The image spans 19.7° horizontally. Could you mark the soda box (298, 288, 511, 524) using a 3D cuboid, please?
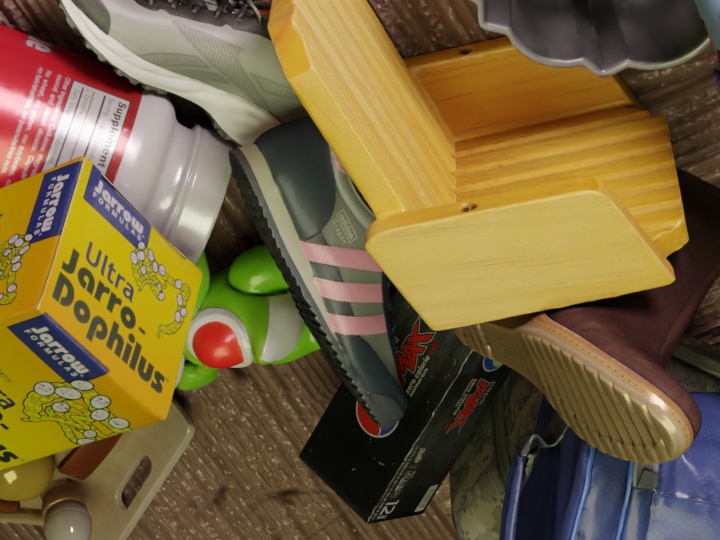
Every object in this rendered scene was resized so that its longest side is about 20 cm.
[{"bbox_3d":[0.046,0.055,1.260,0.063,0.071,0.200,0,126,-53],"label":"soda box"}]

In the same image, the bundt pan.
[{"bbox_3d":[0.138,-0.206,1.097,0.202,0.076,0.202,-2,127,-3],"label":"bundt pan"}]

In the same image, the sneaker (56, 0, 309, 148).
[{"bbox_3d":[-0.089,-0.133,1.175,0.200,0.074,0.079,30,111,-24],"label":"sneaker"}]

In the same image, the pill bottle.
[{"bbox_3d":[-0.178,-0.071,1.189,0.200,0.112,0.112,20,123,-12],"label":"pill bottle"}]

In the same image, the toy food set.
[{"bbox_3d":[-0.224,0.131,1.328,0.200,0.060,0.144,9,130,-33],"label":"toy food set"}]

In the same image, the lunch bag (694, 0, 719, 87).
[{"bbox_3d":[0.240,-0.067,1.083,0.094,0.151,0.200,-19,139,-3],"label":"lunch bag"}]

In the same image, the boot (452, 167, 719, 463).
[{"bbox_3d":[0.158,0.012,1.106,0.166,0.200,0.072,-32,123,-17],"label":"boot"}]

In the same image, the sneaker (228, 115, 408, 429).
[{"bbox_3d":[0.000,0.000,1.186,0.082,0.070,0.200,-30,120,-9],"label":"sneaker"}]

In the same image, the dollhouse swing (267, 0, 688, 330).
[{"bbox_3d":[0.065,-0.100,1.109,0.182,0.200,0.176,-12,119,10],"label":"dollhouse swing"}]

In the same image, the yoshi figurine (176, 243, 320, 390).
[{"bbox_3d":[-0.100,0.026,1.282,0.200,0.112,0.112,-17,164,-3],"label":"yoshi figurine"}]

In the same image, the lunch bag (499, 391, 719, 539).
[{"bbox_3d":[0.144,0.148,1.156,0.132,0.136,0.200,7,106,-8],"label":"lunch bag"}]

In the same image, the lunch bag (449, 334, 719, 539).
[{"bbox_3d":[0.176,0.113,1.285,0.200,0.139,0.168,26,124,-15],"label":"lunch bag"}]

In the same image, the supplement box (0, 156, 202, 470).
[{"bbox_3d":[-0.205,0.036,1.148,0.200,0.110,0.109,-19,133,30],"label":"supplement box"}]
